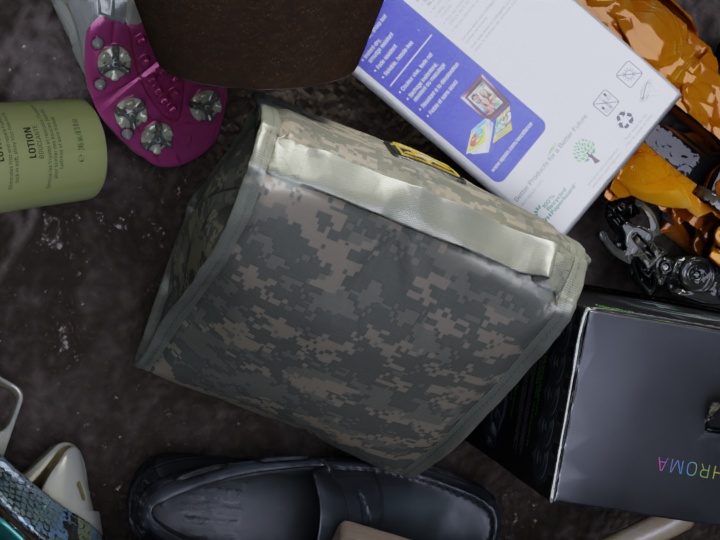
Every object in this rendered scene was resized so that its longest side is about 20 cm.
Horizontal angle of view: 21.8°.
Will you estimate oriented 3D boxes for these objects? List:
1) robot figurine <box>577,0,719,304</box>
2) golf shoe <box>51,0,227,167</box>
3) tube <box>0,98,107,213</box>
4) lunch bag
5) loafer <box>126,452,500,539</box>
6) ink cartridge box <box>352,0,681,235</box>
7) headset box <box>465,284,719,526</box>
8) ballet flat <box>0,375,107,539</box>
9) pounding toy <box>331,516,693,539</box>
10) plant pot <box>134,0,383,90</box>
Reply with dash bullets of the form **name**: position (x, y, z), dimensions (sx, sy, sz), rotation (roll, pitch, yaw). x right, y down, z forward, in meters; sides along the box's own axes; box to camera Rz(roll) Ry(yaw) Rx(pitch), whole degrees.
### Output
- **robot figurine**: position (0.153, -0.077, 0.985), dimensions (0.199, 0.058, 0.146), rotation (38, 87, -11)
- **golf shoe**: position (-0.123, -0.146, 0.921), dimensions (0.075, 0.092, 0.201), rotation (-25, 122, -7)
- **tube**: position (-0.215, -0.047, 0.877), dimensions (0.198, 0.058, 0.052), rotation (-8, 130, -36)
- **lunch bag**: position (0.000, 0.000, 0.881), dimensions (0.163, 0.200, 0.119), rotation (23, 63, -11)
- **loafer**: position (-0.021, 0.130, 0.961), dimensions (0.198, 0.070, 0.069), rotation (6, 92, -12)
- **ink cartridge box**: position (0.052, -0.114, 0.922), dimensions (0.200, 0.039, 0.100), rotation (40, 97, -7)
- **headset box**: position (0.156, 0.066, 0.925), dimensions (0.172, 0.200, 0.094), rotation (10, 93, -11)
- **ballet flat**: position (-0.178, 0.096, 0.933), dimensions (0.074, 0.074, 0.200), rotation (-46, 105, -4)
- **pounding toy**: position (0.055, 0.209, 0.942), dimensions (0.182, 0.143, 0.201), rotation (18, 122, -12)
- **plant pot**: position (-0.043, -0.188, 0.818), dimensions (0.185, 0.187, 0.202), rotation (-3, 111, -11)
